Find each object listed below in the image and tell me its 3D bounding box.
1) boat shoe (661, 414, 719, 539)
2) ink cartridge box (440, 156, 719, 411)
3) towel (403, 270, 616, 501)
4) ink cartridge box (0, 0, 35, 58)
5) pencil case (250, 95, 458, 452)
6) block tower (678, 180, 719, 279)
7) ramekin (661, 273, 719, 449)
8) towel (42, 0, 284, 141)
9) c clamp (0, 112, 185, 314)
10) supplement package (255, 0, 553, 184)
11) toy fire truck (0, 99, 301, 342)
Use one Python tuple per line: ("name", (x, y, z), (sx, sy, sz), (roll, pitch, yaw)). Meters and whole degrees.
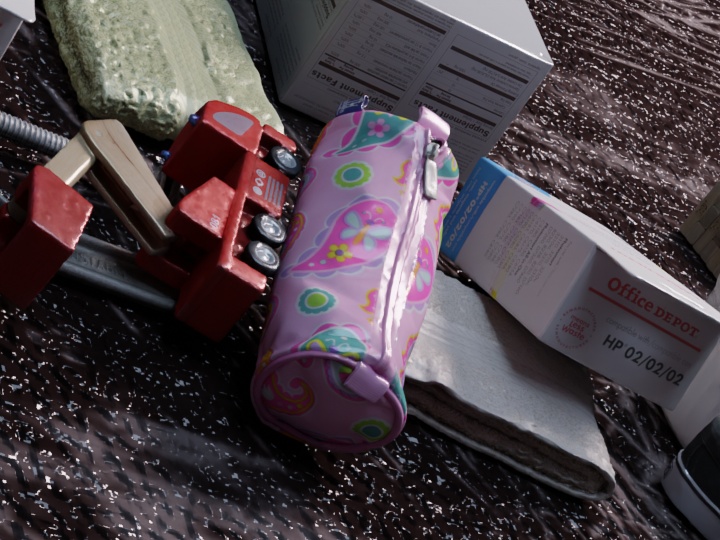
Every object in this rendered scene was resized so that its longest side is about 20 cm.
("boat shoe", (0.275, 0.166, 1.301), (0.199, 0.068, 0.074), (45, 28, 15))
("ink cartridge box", (0.138, 0.014, 1.307), (0.115, 0.068, 0.200), (27, 9, -30))
("towel", (0.059, 0.050, 1.264), (0.200, 0.035, 0.133), (27, 29, -20))
("ink cartridge box", (-0.242, -0.169, 1.178), (0.116, 0.068, 0.200), (25, 19, -22))
("pencil case", (0.000, 0.000, 1.158), (0.087, 0.087, 0.200), (30, 46, -15))
("block tower", (0.315, 0.022, 1.603), (0.058, 0.054, 0.200), (11, 37, -43))
("ramekin", (0.289, 0.089, 1.411), (0.200, 0.098, 0.201), (30, 27, -17))
("towel", (-0.127, -0.142, 1.343), (0.148, 0.037, 0.200), (18, 32, -32))
("c clamp", (-0.160, -0.053, 1.167), (0.200, 0.027, 0.171), (26, 29, -23))
("supplement package", (0.021, -0.181, 1.503), (0.155, 0.111, 0.200), (22, 30, -26))
("toy fire truck", (-0.109, -0.035, 1.131), (0.141, 0.049, 0.200), (33, 34, -17))
